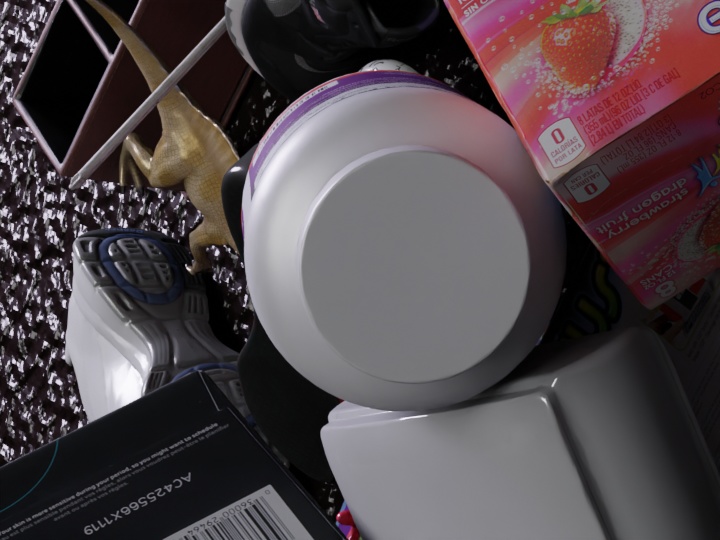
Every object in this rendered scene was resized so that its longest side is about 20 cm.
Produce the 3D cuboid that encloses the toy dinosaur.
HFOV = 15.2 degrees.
[{"bbox_3d":[-0.074,-0.053,1.246,0.200,0.058,0.101,61,163,-3],"label":"toy dinosaur"}]

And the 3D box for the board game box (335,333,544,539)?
[{"bbox_3d":[0.030,0.109,1.136,0.158,0.039,0.201,40,116,46],"label":"board game box"}]

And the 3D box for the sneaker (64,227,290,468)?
[{"bbox_3d":[-0.090,0.068,1.286,0.200,0.074,0.087,-118,37,-44],"label":"sneaker"}]

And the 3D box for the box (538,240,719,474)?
[{"bbox_3d":[0.137,0.007,1.000,0.110,0.035,0.200,40,117,31],"label":"box"}]

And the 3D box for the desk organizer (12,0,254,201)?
[{"bbox_3d":[-0.086,-0.137,1.289,0.072,0.077,0.200,53,125,41],"label":"desk organizer"}]

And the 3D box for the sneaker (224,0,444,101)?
[{"bbox_3d":[-0.006,-0.115,1.138,0.088,0.076,0.200,57,162,27],"label":"sneaker"}]

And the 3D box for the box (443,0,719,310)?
[{"bbox_3d":[0.144,-0.092,0.904,0.200,0.103,0.095,-33,53,9],"label":"box"}]

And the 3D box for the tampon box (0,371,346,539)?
[{"bbox_3d":[-0.079,0.175,1.099,0.126,0.150,0.200,46,157,47],"label":"tampon box"}]

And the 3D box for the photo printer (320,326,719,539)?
[{"bbox_3d":[0.080,0.127,0.996,0.166,0.069,0.201,-13,103,57],"label":"photo printer"}]

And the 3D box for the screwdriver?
[{"bbox_3d":[-0.064,-0.105,1.198,0.028,0.200,0.029,42,151,-1],"label":"screwdriver"}]

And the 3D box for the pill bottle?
[{"bbox_3d":[0.013,-0.012,0.974,0.200,0.112,0.113,-112,33,-82],"label":"pill bottle"}]

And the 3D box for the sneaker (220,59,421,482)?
[{"bbox_3d":[0.001,0.000,1.172,0.067,0.108,0.202,32,148,29],"label":"sneaker"}]
